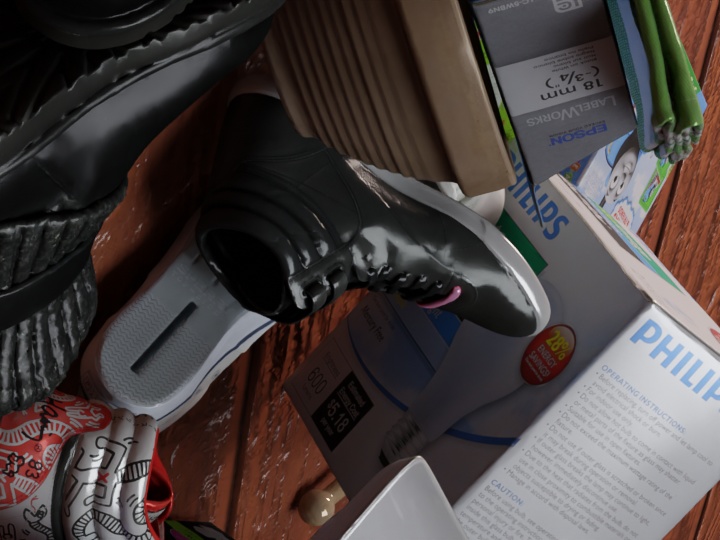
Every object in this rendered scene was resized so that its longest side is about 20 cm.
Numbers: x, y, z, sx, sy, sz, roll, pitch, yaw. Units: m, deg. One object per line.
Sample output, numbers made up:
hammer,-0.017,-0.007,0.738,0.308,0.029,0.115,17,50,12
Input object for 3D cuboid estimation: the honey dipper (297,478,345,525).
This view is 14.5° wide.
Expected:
honey dipper,0.033,0.101,1.774,0.200,0.038,0.038,-39,151,-35

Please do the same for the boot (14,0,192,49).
boot,-0.076,-0.204,1.098,0.211,0.079,0.158,-60,167,-23

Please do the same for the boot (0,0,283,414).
boot,-0.116,-0.046,1.201,0.211,0.079,0.158,-32,141,-28

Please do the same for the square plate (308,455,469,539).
square plate,-0.020,0.197,1.396,0.198,0.028,0.200,-46,149,-11

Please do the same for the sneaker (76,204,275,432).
sneaker,-0.077,0.013,1.416,0.200,0.073,0.071,-41,177,-35

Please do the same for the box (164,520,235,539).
box,-0.099,0.219,1.506,0.124,0.149,0.200,-60,157,7

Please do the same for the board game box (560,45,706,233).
board game box,0.149,-0.053,1.798,0.200,0.037,0.151,-60,158,-8

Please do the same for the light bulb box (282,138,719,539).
light bulb box,0.091,0.069,1.555,0.200,0.198,0.125,-47,124,9

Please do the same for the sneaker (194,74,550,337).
sneaker,0.000,0.000,1.383,0.071,0.200,0.099,-25,-145,55

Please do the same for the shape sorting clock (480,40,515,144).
shape sorting clock,0.057,-0.107,1.552,0.200,0.039,0.200,-35,150,-24

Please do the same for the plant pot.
plant pot,0.001,-0.123,1.297,0.093,0.201,0.201,-15,154,5

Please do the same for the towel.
towel,0.128,-0.127,1.342,0.031,0.149,0.200,-17,177,5

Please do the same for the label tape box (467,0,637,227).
label tape box,0.084,-0.135,1.361,0.063,0.144,0.200,-16,149,6

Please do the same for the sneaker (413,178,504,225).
sneaker,0.031,-0.051,1.459,0.075,0.089,0.200,-39,144,4

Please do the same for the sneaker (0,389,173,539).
sneaker,-0.149,0.141,1.343,0.067,0.108,0.201,-87,-172,-55
